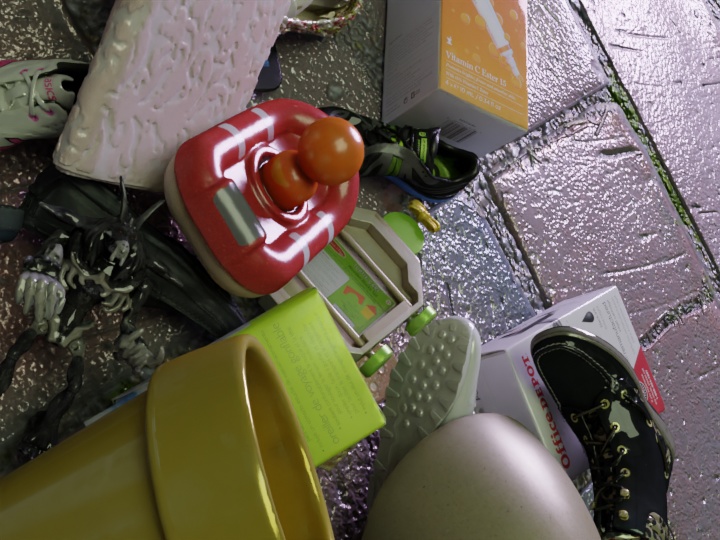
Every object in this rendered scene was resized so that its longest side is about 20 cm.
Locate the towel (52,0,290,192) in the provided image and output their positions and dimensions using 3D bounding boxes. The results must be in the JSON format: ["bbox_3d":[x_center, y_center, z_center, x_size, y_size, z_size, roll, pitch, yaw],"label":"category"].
[{"bbox_3d":[-0.134,-0.157,0.730,0.202,0.032,0.191,-66,161,7],"label":"towel"}]

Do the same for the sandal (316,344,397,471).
[{"bbox_3d":[-0.026,0.122,0.811,0.211,0.069,0.078,-38,98,-39],"label":"sandal"}]

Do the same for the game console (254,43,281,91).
[{"bbox_3d":[-0.141,-0.268,0.828,0.117,0.172,0.203,-12,81,-7],"label":"game console"}]

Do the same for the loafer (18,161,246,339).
[{"bbox_3d":[-0.175,-0.003,0.751,0.200,0.068,0.071,41,88,-23],"label":"loafer"}]

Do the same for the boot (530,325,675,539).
[{"bbox_3d":[0.218,0.161,0.852,0.204,0.073,0.155,47,35,-22],"label":"boot"}]

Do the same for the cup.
[{"bbox_3d":[0.119,0.239,0.781,0.198,0.143,0.203,-14,117,-29],"label":"cup"}]

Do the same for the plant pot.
[{"bbox_3d":[-0.126,0.166,0.615,0.186,0.201,0.203,-20,86,3],"label":"plant pot"}]

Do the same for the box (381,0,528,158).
[{"bbox_3d":[0.101,-0.236,1.012,0.123,0.097,0.203,17,65,-32],"label":"box"}]

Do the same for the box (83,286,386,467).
[{"bbox_3d":[-0.094,0.114,0.738,0.198,0.048,0.123,-29,92,-12],"label":"box"}]

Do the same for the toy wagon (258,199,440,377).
[{"bbox_3d":[0.000,0.000,0.873,0.155,0.040,0.199,48,50,6],"label":"toy wagon"}]

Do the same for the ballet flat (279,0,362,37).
[{"bbox_3d":[-0.058,-0.254,0.879,0.200,0.063,0.077,-29,98,-60],"label":"ballet flat"}]

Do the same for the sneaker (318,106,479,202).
[{"bbox_3d":[0.034,-0.120,0.931,0.198,0.082,0.072,14,66,-33],"label":"sneaker"}]

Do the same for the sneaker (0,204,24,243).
[{"bbox_3d":[-0.321,-0.001,0.642,0.198,0.070,0.083,-11,98,-36],"label":"sneaker"}]

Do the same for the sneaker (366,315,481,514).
[{"bbox_3d":[0.068,0.136,0.845,0.080,0.076,0.203,8,105,-39],"label":"sneaker"}]

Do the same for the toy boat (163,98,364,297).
[{"bbox_3d":[-0.051,-0.075,0.753,0.131,0.130,0.200,58,30,-9],"label":"toy boat"}]

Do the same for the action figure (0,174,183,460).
[{"bbox_3d":[-0.191,0.034,0.659,0.118,0.102,0.202,31,86,-29],"label":"action figure"}]

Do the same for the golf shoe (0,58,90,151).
[{"bbox_3d":[-0.254,-0.128,0.710,0.198,0.092,0.074,-14,84,-38],"label":"golf shoe"}]

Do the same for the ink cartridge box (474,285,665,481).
[{"bbox_3d":[0.205,0.120,0.980,0.199,0.082,0.149,-23,90,-40],"label":"ink cartridge box"}]
